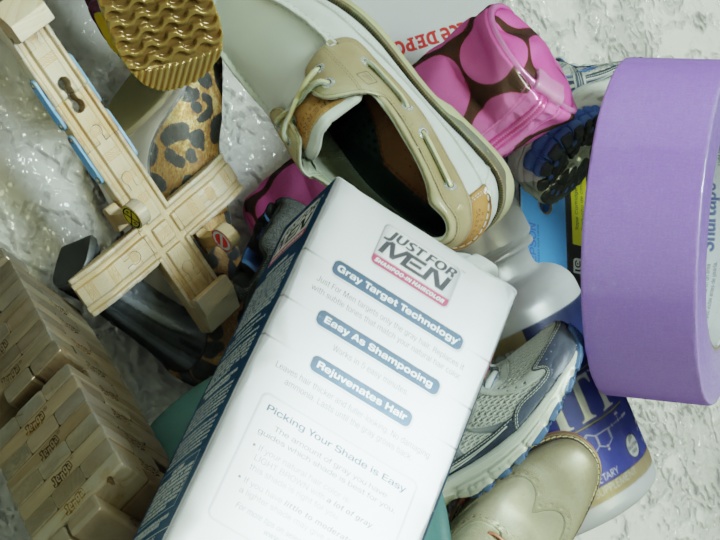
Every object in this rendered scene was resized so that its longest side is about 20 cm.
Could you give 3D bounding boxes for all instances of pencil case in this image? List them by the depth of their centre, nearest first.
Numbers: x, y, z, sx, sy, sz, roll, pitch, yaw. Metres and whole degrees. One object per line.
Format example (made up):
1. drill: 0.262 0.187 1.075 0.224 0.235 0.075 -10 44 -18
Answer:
1. pencil case: 0.031 -0.063 0.918 0.091 0.200 0.094 45 14 -20

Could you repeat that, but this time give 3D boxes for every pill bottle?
1. pill bottle: 0.093 0.061 0.995 0.120 0.120 0.200 -29 97 -44

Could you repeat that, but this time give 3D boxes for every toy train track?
1. toy train track: -0.118 -0.054 0.807 0.115 0.033 0.200 -44 112 -30

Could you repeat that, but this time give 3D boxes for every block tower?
1. block tower: -0.138 0.067 0.735 0.054 0.200 0.058 -45 131 3

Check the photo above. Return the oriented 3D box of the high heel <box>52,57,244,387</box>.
1. high heel: -0.085 -0.037 0.900 0.143 0.071 0.200 39 57 -36

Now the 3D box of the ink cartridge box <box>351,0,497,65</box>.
1. ink cartridge box: -0.006 -0.206 1.009 0.145 0.084 0.200 -24 94 -45

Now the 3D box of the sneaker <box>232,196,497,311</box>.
1. sneaker: 0.000 0.000 0.848 0.112 0.073 0.200 35 13 12

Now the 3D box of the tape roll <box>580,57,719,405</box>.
1. tape roll: 0.183 -0.024 0.935 0.200 0.065 0.201 4 90 -70

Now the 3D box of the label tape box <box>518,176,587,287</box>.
1. label tape box: 0.169 -0.041 1.135 0.200 0.063 0.145 13 69 -33

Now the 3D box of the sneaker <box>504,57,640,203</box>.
1. sneaker: 0.134 -0.112 1.032 0.085 0.077 0.200 34 29 19

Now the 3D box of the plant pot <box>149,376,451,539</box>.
1. plant pot: -0.044 0.145 0.796 0.200 0.200 0.161 38 44 -29

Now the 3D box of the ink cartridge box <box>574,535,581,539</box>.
1. ink cartridge box: 0.114 0.245 0.993 0.117 0.067 0.200 55 48 -16

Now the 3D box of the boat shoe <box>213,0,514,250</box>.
1. boat shoe: -0.009 -0.087 0.841 0.200 0.075 0.068 38 29 11

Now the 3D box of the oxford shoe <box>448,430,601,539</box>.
1. oxford shoe: 0.070 0.175 0.904 0.071 0.074 0.200 41 84 -2

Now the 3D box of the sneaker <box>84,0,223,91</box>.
1. sneaker: -0.130 -0.191 0.809 0.075 0.090 0.200 -21 121 -15

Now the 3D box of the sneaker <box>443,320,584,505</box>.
1. sneaker: 0.040 0.091 0.905 0.085 0.200 0.077 46 10 -3

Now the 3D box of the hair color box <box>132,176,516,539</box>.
1. hair color box: -0.016 0.071 0.672 0.100 0.061 0.200 32 58 -12
